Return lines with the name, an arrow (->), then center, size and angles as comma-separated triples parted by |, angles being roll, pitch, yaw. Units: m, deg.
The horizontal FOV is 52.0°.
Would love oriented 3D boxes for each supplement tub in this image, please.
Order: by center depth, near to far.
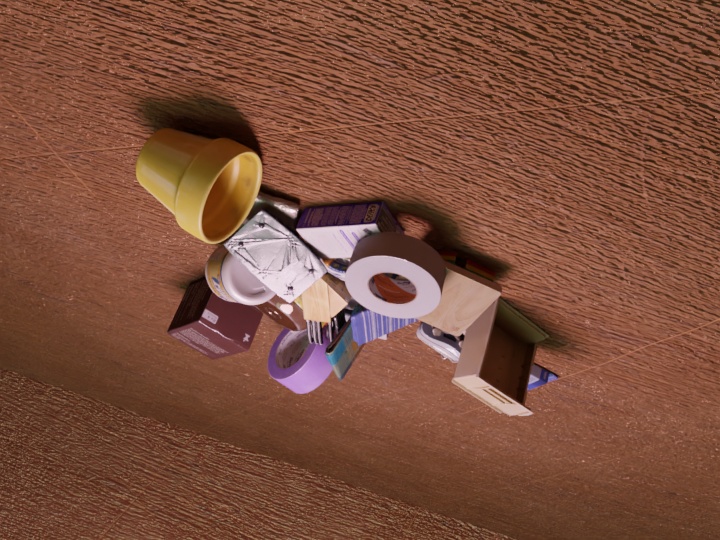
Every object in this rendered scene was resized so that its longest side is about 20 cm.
supplement tub -> -0.276, 0.003, 1.720 | 0.144, 0.145, 0.200 | 33, 167, -23

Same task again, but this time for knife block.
knife block -> -0.107, 0.077, 1.753 | 0.200, 0.064, 0.175 | 43, 122, -9

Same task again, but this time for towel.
towel -> -0.204, -0.112, 1.636 | 0.132, 0.035, 0.200 | 18, 152, -2
towel -> 0.072, 0.102, 1.737 | 0.199, 0.024, 0.145 | -22, 149, -9
towel -> -0.028, 0.178, 1.797 | 0.022, 0.147, 0.200 | 29, 161, 19

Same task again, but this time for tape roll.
tape roll -> 0.072, 0.013, 1.507 | 0.199, 0.066, 0.201 | 12, 143, 9
tape roll -> -0.155, 0.227, 2.013 | 0.199, 0.201, 0.085 | -12, 138, 43

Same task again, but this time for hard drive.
hard drive -> -0.180, -0.035, 1.598 | 0.135, 0.042, 0.200 | -40, 111, 19

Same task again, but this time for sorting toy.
sorting toy -> 0.175, 0.034, 1.603 | 0.198, 0.070, 0.200 | 24, 142, -8

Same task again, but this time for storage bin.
storage bin -> 0.326, 0.203, 1.688 | 0.198, 0.201, 0.094 | 34, 149, -25

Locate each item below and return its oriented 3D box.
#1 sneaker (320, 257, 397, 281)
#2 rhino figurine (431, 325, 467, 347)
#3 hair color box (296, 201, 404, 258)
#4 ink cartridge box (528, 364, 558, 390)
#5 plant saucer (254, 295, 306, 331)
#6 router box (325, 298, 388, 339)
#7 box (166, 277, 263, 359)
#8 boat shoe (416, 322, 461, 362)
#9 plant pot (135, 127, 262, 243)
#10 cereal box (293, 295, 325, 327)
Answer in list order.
sneaker -> 0.000, 0.000, 1.687 | 0.199, 0.076, 0.088 | 28, 167, -11
rhino figurine -> 0.239, 0.137, 1.757 | 0.199, 0.088, 0.060 | 27, 113, -18
hair color box -> -0.021, -0.082, 1.549 | 0.199, 0.065, 0.109 | 0, 145, 33
ink cartridge box -> 0.399, 0.264, 1.917 | 0.199, 0.042, 0.119 | 25, 151, -15
plant saucer -> -0.214, 0.096, 1.876 | 0.200, 0.035, 0.200 | 30, 161, 11
router box -> -0.015, 0.089, 1.850 | 0.179, 0.049, 0.200 | 13, 150, 11
box -> -0.389, 0.125, 2.011 | 0.166, 0.165, 0.200 | 37, 146, -28
boat shoe -> 0.229, 0.195, 1.863 | 0.201, 0.075, 0.086 | 26, 152, -4
plant pot -> -0.324, -0.181, 1.443 | 0.188, 0.201, 0.201 | 27, 153, 15
cereal box -> -0.187, 0.065, 1.868 | 0.199, 0.040, 0.144 | 20, 156, 37
